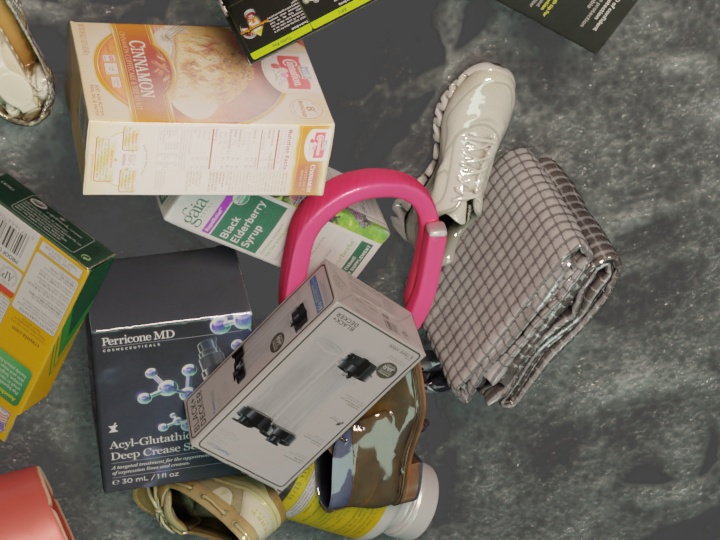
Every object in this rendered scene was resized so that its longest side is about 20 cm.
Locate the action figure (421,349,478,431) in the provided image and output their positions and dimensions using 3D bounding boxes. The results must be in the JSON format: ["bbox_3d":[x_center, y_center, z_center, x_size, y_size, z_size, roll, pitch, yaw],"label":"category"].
[{"bbox_3d":[0.065,0.103,1.710,0.197,0.070,0.131,-10,134,-5],"label":"action figure"}]

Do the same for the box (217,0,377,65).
[{"bbox_3d":[-0.042,-0.286,1.308,0.198,0.048,0.195,-24,101,23],"label":"box"}]

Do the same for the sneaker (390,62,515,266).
[{"bbox_3d":[0.094,-0.093,1.562,0.074,0.081,0.202,10,122,-21],"label":"sneaker"}]

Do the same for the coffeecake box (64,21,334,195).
[{"bbox_3d":[-0.135,-0.133,1.412,0.197,0.154,0.074,0,127,-17],"label":"coffeecake box"}]

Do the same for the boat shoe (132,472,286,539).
[{"bbox_3d":[-0.161,0.231,1.673,0.063,0.199,0.074,-43,126,-37],"label":"boat shoe"}]

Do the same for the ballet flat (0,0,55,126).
[{"bbox_3d":[-0.298,-0.194,1.373,0.071,0.072,0.201,-24,129,2],"label":"ballet flat"}]

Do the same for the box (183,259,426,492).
[{"bbox_3d":[-0.052,0.097,1.531,0.116,0.060,0.200,30,115,-33],"label":"box"}]

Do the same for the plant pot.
[{"bbox_3d":[-0.363,0.289,1.659,0.176,0.201,0.202,-25,130,-10],"label":"plant pot"}]

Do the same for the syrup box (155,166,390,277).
[{"bbox_3d":[-0.080,-0.061,1.532,0.199,0.082,0.079,23,118,-31],"label":"syrup box"}]

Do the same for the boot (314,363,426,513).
[{"bbox_3d":[0.006,0.141,1.630,0.096,0.075,0.203,-12,112,-24],"label":"boot"}]

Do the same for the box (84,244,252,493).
[{"bbox_3d":[-0.178,0.092,1.603,0.146,0.108,0.202,-7,127,-11],"label":"box"}]

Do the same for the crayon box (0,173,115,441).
[{"bbox_3d":[-0.311,0.033,1.512,0.125,0.052,0.201,35,117,9],"label":"crayon box"}]

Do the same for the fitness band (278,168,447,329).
[{"bbox_3d":[0.000,0.000,1.527,0.142,0.038,0.202,-2,128,-17],"label":"fitness band"}]

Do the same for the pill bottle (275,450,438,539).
[{"bbox_3d":[-0.022,0.208,1.735,0.198,0.112,0.112,21,118,-28],"label":"pill bottle"}]

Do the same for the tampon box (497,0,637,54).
[{"bbox_3d":[0.143,-0.300,1.386,0.198,0.127,0.150,22,118,-30],"label":"tampon box"}]

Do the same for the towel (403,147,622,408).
[{"bbox_3d":[0.143,0.011,1.601,0.085,0.166,0.201,17,120,-34],"label":"towel"}]
